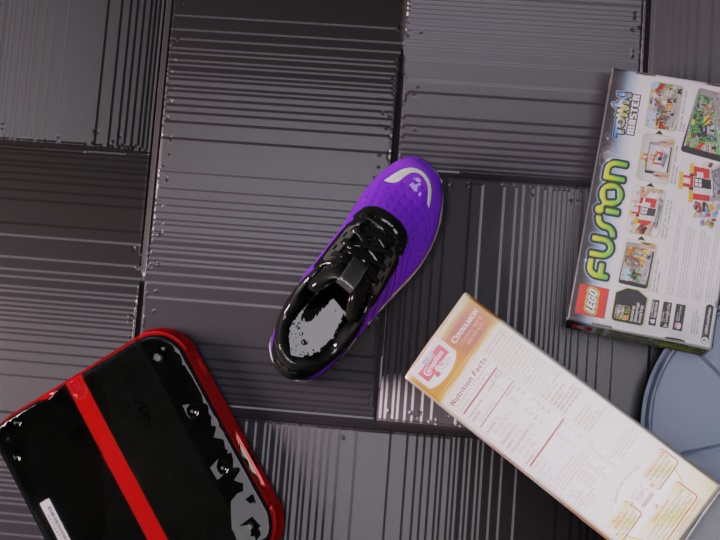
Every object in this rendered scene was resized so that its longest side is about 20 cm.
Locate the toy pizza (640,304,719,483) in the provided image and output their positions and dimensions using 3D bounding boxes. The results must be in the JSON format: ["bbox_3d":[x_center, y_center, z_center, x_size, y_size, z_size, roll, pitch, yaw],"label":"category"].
[{"bbox_3d":[0.310,0.121,0.812,0.196,0.032,0.204,-1,81,6],"label":"toy pizza"}]

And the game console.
[{"bbox_3d":[-0.172,0.166,0.842,0.175,0.031,0.202,-31,83,5],"label":"game console"}]

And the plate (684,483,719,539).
[{"bbox_3d":[0.251,0.261,0.759,0.198,0.032,0.201,34,94,-26],"label":"plate"}]

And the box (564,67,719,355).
[{"bbox_3d":[0.227,-0.047,0.819,0.108,0.035,0.204,11,80,11],"label":"box"}]

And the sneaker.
[{"bbox_3d":[0.000,0.001,0.808,0.069,0.100,0.202,34,87,4],"label":"sneaker"}]

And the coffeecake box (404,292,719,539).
[{"bbox_3d":[0.138,0.114,0.747,0.199,0.153,0.073,38,89,17],"label":"coffeecake box"}]
